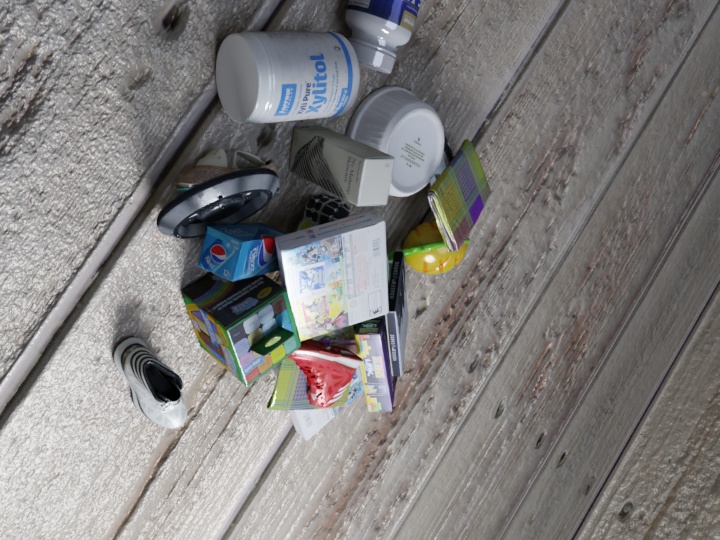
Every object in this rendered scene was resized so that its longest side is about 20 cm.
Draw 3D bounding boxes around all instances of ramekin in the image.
[{"bbox_3d":[0.072,-0.234,1.398,0.199,0.093,0.207,-22,123,-36],"label":"ramekin"}]

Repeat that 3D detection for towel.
[{"bbox_3d":[0.197,-0.150,1.482,0.201,0.022,0.146,-54,128,-38],"label":"towel"},{"bbox_3d":[-0.084,0.196,1.422,0.197,0.023,0.147,3,107,-44],"label":"towel"}]

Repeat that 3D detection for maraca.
[{"bbox_3d":[0.136,-0.044,1.537,0.196,0.136,0.110,-11,84,-33],"label":"maraca"}]

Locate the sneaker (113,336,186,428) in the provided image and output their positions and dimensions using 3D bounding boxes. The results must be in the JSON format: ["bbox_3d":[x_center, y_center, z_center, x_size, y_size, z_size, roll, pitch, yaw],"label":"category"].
[{"bbox_3d":[-0.321,0.208,1.210,0.075,0.114,0.203,-40,133,-22],"label":"sneaker"}]

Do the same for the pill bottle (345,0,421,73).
[{"bbox_3d":[0.040,-0.442,1.245,0.118,0.119,0.205,6,106,-45],"label":"pill bottle"}]

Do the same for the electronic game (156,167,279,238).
[{"bbox_3d":[-0.214,-0.102,1.133,0.197,0.199,0.042,-19,80,-37],"label":"electronic game"}]

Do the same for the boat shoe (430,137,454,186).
[{"bbox_3d":[0.178,-0.183,1.547,0.068,0.072,0.202,-49,126,-38],"label":"boat shoe"}]

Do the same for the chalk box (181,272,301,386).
[{"bbox_3d":[-0.183,0.089,1.225,0.124,0.198,0.126,-32,131,-26],"label":"chalk box"}]

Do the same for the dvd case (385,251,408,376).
[{"bbox_3d":[0.073,0.087,1.473,0.203,0.024,0.153,83,13,-47],"label":"dvd case"}]

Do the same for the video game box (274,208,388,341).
[{"bbox_3d":[-0.043,0.012,1.251,0.178,0.047,0.204,-18,131,-17],"label":"video game box"}]

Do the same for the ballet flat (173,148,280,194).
[{"bbox_3d":[-0.211,-0.157,1.189,0.197,0.067,0.069,-4,94,-49],"label":"ballet flat"}]

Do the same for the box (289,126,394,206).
[{"bbox_3d":[-0.035,-0.176,1.241,0.067,0.198,0.084,-7,116,-39],"label":"box"}]

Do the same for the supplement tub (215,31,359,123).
[{"bbox_3d":[-0.110,-0.300,1.159,0.197,0.131,0.135,-16,121,-39],"label":"supplement tub"}]

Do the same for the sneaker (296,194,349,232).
[{"bbox_3d":[-0.085,-0.059,1.331,0.201,0.076,0.086,-58,177,-43],"label":"sneaker"}]

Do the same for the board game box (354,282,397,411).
[{"bbox_3d":[0.039,0.154,1.519,0.167,0.055,0.204,-77,161,-54],"label":"board game box"}]

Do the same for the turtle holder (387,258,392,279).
[{"bbox_3d":[0.002,-0.001,1.407,0.182,0.140,0.135,17,83,-25],"label":"turtle holder"}]

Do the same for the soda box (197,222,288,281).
[{"bbox_3d":[-0.181,-0.034,1.203,0.200,0.066,0.066,-19,129,-72],"label":"soda box"}]

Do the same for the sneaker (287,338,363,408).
[{"bbox_3d":[-0.080,0.192,1.354,0.198,0.078,0.118,20,93,-45],"label":"sneaker"}]

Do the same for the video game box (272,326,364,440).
[{"bbox_3d":[-0.076,0.207,1.492,0.181,0.046,0.204,-35,130,-25],"label":"video game box"}]
